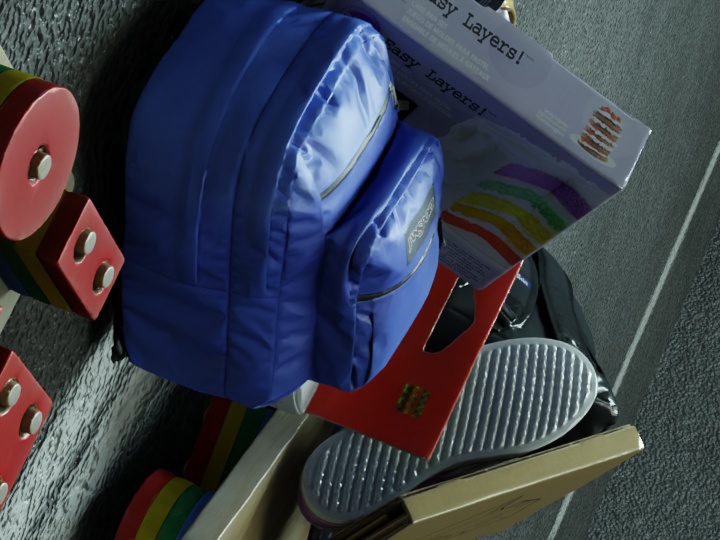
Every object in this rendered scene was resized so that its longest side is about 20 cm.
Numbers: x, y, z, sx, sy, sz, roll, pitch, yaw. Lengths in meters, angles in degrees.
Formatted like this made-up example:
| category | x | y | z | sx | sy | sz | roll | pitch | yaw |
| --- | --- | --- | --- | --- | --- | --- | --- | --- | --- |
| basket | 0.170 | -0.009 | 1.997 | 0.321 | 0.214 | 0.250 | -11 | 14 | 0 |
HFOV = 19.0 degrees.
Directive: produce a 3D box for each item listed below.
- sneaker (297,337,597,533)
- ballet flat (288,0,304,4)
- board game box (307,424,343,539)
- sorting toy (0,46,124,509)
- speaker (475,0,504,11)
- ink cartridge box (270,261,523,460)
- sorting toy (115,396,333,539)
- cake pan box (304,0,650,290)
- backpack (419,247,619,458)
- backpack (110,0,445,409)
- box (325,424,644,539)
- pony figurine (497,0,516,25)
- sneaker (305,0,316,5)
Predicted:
| category | x | y | z | sx | sy | sz | roll | pitch | yaw |
| --- | --- | --- | --- | --- | --- | --- | --- | --- | --- |
| sneaker | 0.050 | 0.107 | 1.357 | 0.199 | 0.073 | 0.114 | -21 | 164 | -9 |
| ballet flat | -0.023 | -0.213 | 1.183 | 0.068 | 0.075 | 0.201 | -55 | 158 | -54 |
| board game box | -0.004 | 0.120 | 1.558 | 0.201 | 0.061 | 0.201 | 104 | -11 | -51 |
| sorting toy | -0.176 | 0.008 | 0.931 | 0.199 | 0.069 | 0.201 | 72 | 40 | -65 |
| speaker | 0.047 | -0.238 | 1.257 | 0.081 | 0.081 | 0.201 | 89 | 2 | -51 |
| ink cartridge box | 0.000 | 0.000 | 1.330 | 0.044 | 0.173 | 0.201 | 80 | 33 | -58 |
| sorting toy | -0.095 | 0.170 | 1.360 | 0.200 | 0.069 | 0.200 | -53 | 162 | -48 |
| cake pan box | 0.039 | -0.087 | 1.232 | 0.184 | 0.199 | 0.052 | -37 | -160 | 57 |
| backpack | 0.083 | 0.035 | 1.466 | 0.154 | 0.163 | 0.201 | -48 | -159 | 34 |
| backpack | -0.041 | -0.047 | 1.160 | 0.201 | 0.167 | 0.163 | 90 | 18 | -44 |
| box | 0.059 | 0.154 | 1.356 | 0.199 | 0.021 | 0.163 | -13 | 163 | -38 |
| pony figurine | 0.080 | -0.241 | 1.414 | 0.193 | 0.165 | 0.202 | -41 | 132 | -75 |
| sneaker | 0.029 | -0.135 | 1.401 | 0.200 | 0.104 | 0.060 | -12 | 121 | -72 |
